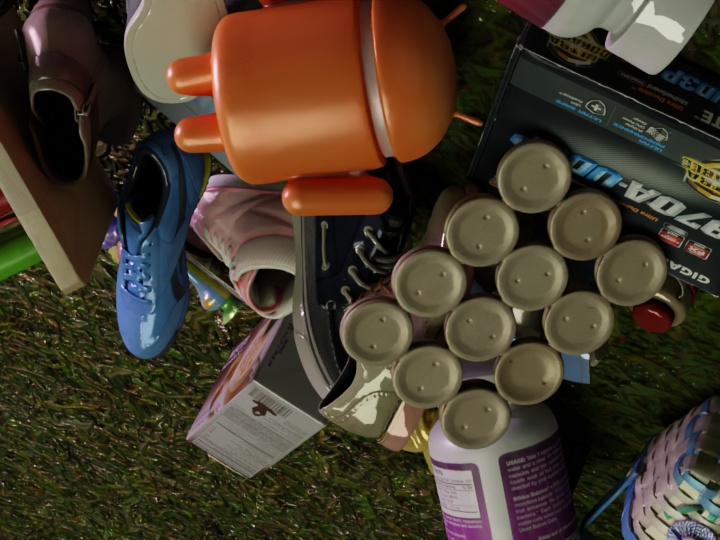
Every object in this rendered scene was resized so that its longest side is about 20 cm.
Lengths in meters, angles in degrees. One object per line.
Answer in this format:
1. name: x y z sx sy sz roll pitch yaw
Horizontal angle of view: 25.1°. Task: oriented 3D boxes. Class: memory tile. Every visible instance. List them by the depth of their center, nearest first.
1. memory tile: 0.097 0.020 1.089 0.153 0.017 0.200 40 105 -22

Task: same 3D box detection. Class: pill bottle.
1. pill bottle: 0.099 -0.196 0.880 0.199 0.110 0.110 31 150 -4
2. pill bottle: 0.119 0.175 1.361 0.112 0.112 0.201 -4 102 42

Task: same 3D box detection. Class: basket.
1. basket: 0.285 0.209 1.319 0.176 0.139 0.200 26 142 4

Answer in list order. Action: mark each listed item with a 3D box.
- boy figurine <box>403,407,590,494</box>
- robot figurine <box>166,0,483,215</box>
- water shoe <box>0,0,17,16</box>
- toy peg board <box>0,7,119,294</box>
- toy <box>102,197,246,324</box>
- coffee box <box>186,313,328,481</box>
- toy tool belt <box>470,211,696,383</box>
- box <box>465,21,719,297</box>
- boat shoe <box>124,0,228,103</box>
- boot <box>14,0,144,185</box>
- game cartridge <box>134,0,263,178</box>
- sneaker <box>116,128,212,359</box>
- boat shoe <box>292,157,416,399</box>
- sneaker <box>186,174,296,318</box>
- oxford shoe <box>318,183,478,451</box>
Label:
1. boy figurine: 0.103 0.161 1.471 0.199 0.065 0.125 21 148 14
2. robot figurine: -0.023 -0.118 1.059 0.199 0.145 0.117 -8 145 8
3. water shoe: -0.219 -0.239 1.105 0.071 0.079 0.200 32 150 -8
4. toy peg board: -0.280 -0.087 1.204 0.097 0.200 0.200 -25 109 8
5. toy: -0.188 -0.018 1.406 0.200 0.047 0.115 35 172 -10
6. coffee box: -0.076 0.103 1.480 0.079 0.115 0.200 32 151 -9
7. toy tool belt: 0.135 0.036 1.193 0.199 0.123 0.125 15 148 20
8. box: 0.180 -0.075 1.061 0.199 0.046 0.159 26 150 4
9. boat shoe: -0.127 -0.199 1.093 0.072 0.062 0.201 -5 141 -6
10. boot: -0.209 -0.121 1.204 0.070 0.147 0.201 -7 140 6
11. game cartridge: -0.081 -0.140 1.190 0.133 0.042 0.200 36 149 -23
12. sneaker: -0.175 -0.018 1.307 0.066 0.078 0.201 21 111 21
13. boat shoe: 0.000 0.000 1.196 0.074 0.201 0.093 2 161 -37
14. sneaker: -0.096 -0.017 1.321 0.199 0.105 0.075 0 142 41
15. oxford shoe: 0.029 0.029 1.133 0.073 0.201 0.071 18 -168 -8
